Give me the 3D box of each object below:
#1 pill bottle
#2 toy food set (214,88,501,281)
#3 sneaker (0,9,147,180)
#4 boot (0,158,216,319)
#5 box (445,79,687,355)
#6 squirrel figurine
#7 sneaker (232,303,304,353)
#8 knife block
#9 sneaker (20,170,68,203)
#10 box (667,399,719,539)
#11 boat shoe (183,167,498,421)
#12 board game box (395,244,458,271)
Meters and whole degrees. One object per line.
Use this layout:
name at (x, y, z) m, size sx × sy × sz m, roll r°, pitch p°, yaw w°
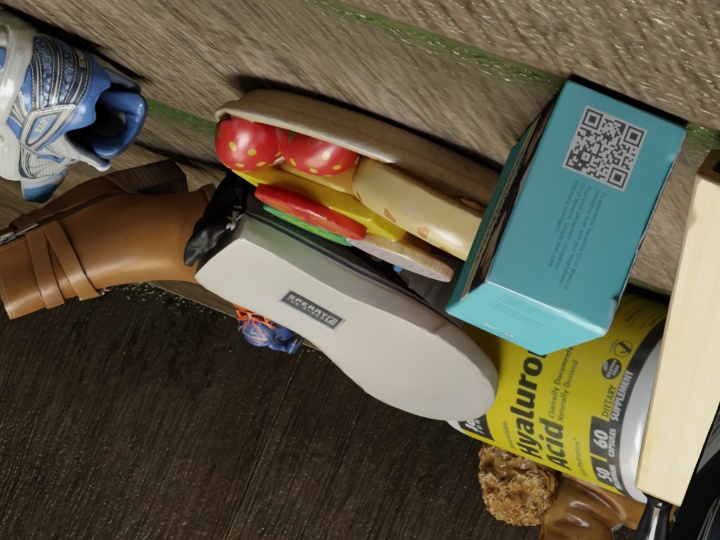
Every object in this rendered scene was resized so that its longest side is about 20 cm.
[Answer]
pill bottle at (0.110, 0.055, 1.464) m, size 0.199 × 0.112 × 0.111 m, roll 19°, pitch 174°, yaw 35°
toy food set at (0.017, -0.035, 1.262) m, size 0.199 × 0.049 × 0.198 m, roll 20°, pitch 175°, yaw 22°
sneaker at (-0.162, -0.083, 1.405) m, size 0.085 × 0.078 × 0.200 m, roll 17°, pitch 175°, yaw 5°
boot at (-0.168, -0.011, 1.682) m, size 0.200 × 0.155 × 0.077 m, roll 44°, pitch 151°, yaw 55°
box at (0.077, -0.016, 0.995) m, size 0.049 × 0.083 × 0.200 m, roll 23°, pitch 175°, yaw 0°
squirrel figurine at (0.176, 0.188, 2.177) m, size 0.199 × 0.188 × 0.141 m, roll 24°, pitch 175°, yaw -22°
sneaker at (-0.082, 0.029, 2.255) m, size 0.075 × 0.079 × 0.200 m, roll 19°, pitch 174°, yaw 27°
knife block at (0.146, 0.061, 0.971) m, size 0.064 × 0.177 × 0.200 m, roll 19°, pitch 174°, yaw 18°
sneaker at (-0.292, -0.105, 1.769) m, size 0.199 × 0.073 × 0.072 m, roll 22°, pitch 177°, yaw 23°
box at (0.214, 0.067, 0.801) m, size 0.199 × 0.149 × 0.107 m, roll 21°, pitch 165°, yaw 3°
boat shoe at (0.000, 0.000, 1.405) m, size 0.199 × 0.093 × 0.075 m, roll 33°, pitch 136°, yaw -21°
board game box at (0.017, -0.010, 1.635) m, size 0.199 × 0.039 × 0.158 m, roll 19°, pitch 168°, yaw 9°
